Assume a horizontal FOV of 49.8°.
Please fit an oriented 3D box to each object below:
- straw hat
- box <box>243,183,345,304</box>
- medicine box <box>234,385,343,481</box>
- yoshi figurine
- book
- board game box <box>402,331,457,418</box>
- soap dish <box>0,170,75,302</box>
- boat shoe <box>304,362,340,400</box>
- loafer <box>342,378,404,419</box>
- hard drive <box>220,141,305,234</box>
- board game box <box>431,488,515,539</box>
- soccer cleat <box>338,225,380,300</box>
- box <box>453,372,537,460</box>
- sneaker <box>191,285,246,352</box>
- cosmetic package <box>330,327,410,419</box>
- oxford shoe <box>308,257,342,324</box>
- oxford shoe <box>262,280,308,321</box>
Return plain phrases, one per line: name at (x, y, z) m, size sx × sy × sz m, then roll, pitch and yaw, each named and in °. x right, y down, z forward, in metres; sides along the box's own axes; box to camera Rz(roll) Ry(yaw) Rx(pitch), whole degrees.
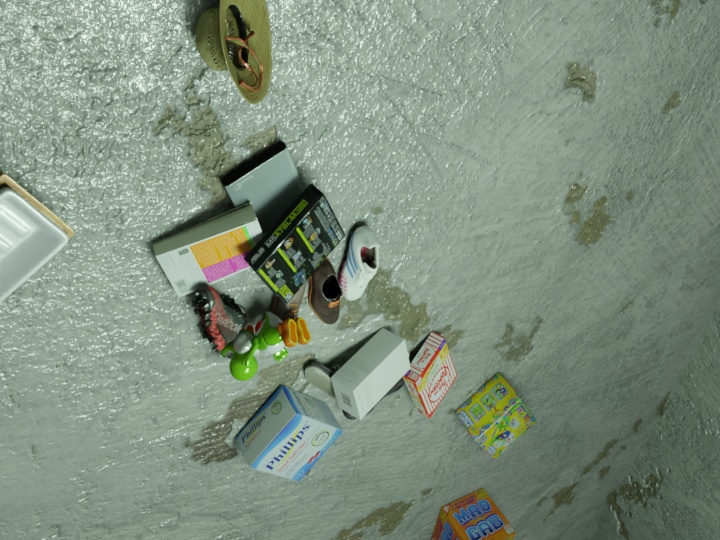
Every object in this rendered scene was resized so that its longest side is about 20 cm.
straw hat at (-0.211, -0.362, 1.214) m, size 0.083 × 0.205 × 0.203 m, roll 1°, pitch 142°, yaw 18°
box at (-0.123, -0.047, 1.519) m, size 0.194 × 0.047 × 0.200 m, roll -47°, pitch 158°, yaw -7°
medicine box at (-0.174, 0.404, 1.910) m, size 0.183 × 0.103 × 0.199 m, roll -48°, pitch 140°, yaw 8°
yoshi figurine at (-0.203, 0.170, 1.616) m, size 0.196 × 0.113 × 0.113 m, roll -20°, pitch 123°, yaw 24°
book at (-0.274, -0.032, 1.464) m, size 0.196 × 0.049 × 0.135 m, roll -22°, pitch 142°, yaw -6°
board game box at (0.190, 0.286, 2.103) m, size 0.153 × 0.046 × 0.202 m, roll -53°, pitch 145°, yaw -22°
soap dish at (-0.574, -0.047, 1.209) m, size 0.199 × 0.081 × 0.158 m, roll -41°, pitch 140°, yaw -1°
boat shoe at (-0.072, 0.265, 1.921) m, size 0.200 × 0.071 × 0.064 m, roll 46°, pitch 50°, yaw -45°
loafer at (0.036, 0.311, 2.014) m, size 0.197 × 0.072 × 0.064 m, roll -30°, pitch 157°, yaw -26°
hard drive at (-0.172, -0.135, 1.491) m, size 0.138 × 0.033 × 0.202 m, roll -33°, pitch 139°, yaw -10°
board game box at (0.400, 0.951, 2.774) m, size 0.196 × 0.201 × 0.204 m, roll -14°, pitch 133°, yaw -28°
soccer cleat at (0.000, 0.000, 1.705) m, size 0.068 × 0.087 × 0.204 m, roll -15°, pitch 133°, yaw -27°
box at (0.423, 0.458, 2.419) m, size 0.192 × 0.122 × 0.200 m, roll -41°, pitch 141°, yaw 0°
sneaker at (-0.279, 0.083, 1.555) m, size 0.097 × 0.071 × 0.202 m, roll -31°, pitch 152°, yaw -19°
cosmetic package at (0.028, 0.251, 1.899) m, size 0.199 × 0.084 × 0.110 m, roll -41°, pitch 135°, yaw -32°
oxford shoe at (-0.074, 0.059, 1.709) m, size 0.070 × 0.073 × 0.203 m, roll -28°, pitch 138°, yaw -15°
oxford shoe at (-0.150, 0.083, 1.668) m, size 0.070 × 0.073 × 0.203 m, roll 3°, pitch 123°, yaw -39°
